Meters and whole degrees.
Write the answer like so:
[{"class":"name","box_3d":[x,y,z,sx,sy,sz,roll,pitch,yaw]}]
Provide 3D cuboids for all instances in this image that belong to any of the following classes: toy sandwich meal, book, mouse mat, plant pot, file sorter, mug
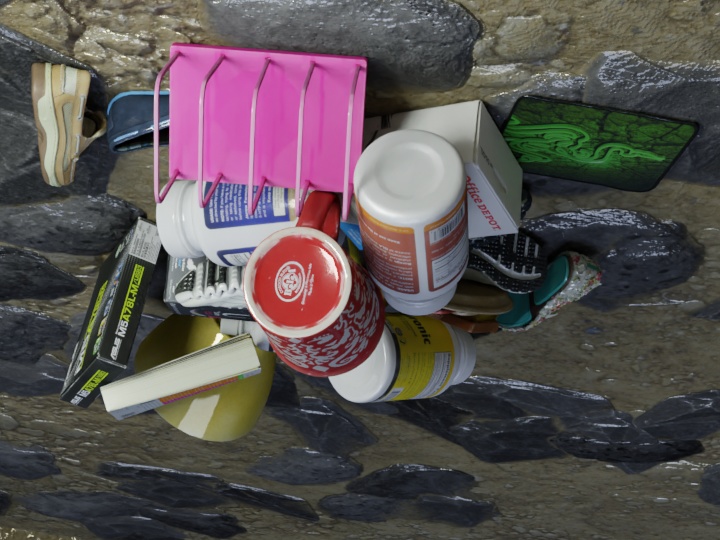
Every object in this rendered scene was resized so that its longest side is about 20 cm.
[{"class":"toy sandwich meal","box_3d":[0.098,0.038,1.802,0.203,0.071,0.205,12,-166,-3]},{"class":"book","box_3d":[-0.227,0.144,1.869,0.198,0.049,0.134,-19,170,-7]},{"class":"mouse mat","box_3d":[0.246,-0.134,1.562,0.198,0.008,0.161,10,155,-6]},{"class":"plant pot","box_3d":[-0.196,0.113,2.018,0.198,0.201,0.142,18,128,-25]},{"class":"file sorter","box_3d":[-0.099,-0.132,1.423,0.197,0.126,0.141,5,113,2]},{"class":"mug","box_3d":[-0.058,0.011,1.479,0.132,0.179,0.200,-23,168,2]}]

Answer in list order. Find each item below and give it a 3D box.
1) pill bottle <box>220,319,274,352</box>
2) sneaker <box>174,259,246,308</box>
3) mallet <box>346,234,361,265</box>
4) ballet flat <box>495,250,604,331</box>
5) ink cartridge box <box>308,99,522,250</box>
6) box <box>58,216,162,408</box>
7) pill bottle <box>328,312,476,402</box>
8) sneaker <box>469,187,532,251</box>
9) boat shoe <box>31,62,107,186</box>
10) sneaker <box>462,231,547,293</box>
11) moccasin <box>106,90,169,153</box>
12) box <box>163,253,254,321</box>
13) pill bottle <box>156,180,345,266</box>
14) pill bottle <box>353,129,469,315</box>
[{"class":"pill bottle","box_3d":[-0.082,0.055,1.921,0.198,0.113,0.112,7,156,-3]},{"class":"sneaker","box_3d":[-0.121,0.021,1.707,0.198,0.075,0.082,-11,123,10]},{"class":"mallet","box_3d":[0.000,0.000,1.684,0.041,0.202,0.066,-19,159,20]},{"class":"ballet flat","box_3d":[0.240,0.033,1.853,0.063,0.077,0.200,8,159,-25]},{"class":"ink cartridge box","box_3d":[0.062,-0.099,1.576,0.198,0.085,0.146,-6,149,24]},{"class":"box","box_3d":[-0.319,0.057,1.870,0.047,0.202,0.193,22,153,-19]},{"class":"pill bottle","box_3d":[0.057,0.109,1.850,0.111,0.113,0.199,-16,169,39]},{"class":"sneaker","box_3d":[0.098,-0.062,1.669,0.198,0.087,0.078,-22,168,5]},{"class":"boat shoe","box_3d":[-0.312,-0.152,1.578,0.075,0.072,0.200,-3,157,-9]},{"class":"sneaker","box_3d":[0.136,-0.022,1.777,0.198,0.075,0.080,16,175,-19]},{"class":"moccasin","box_3d":[-0.174,-0.149,1.545,0.198,0.069,0.081,-3,154,19]},{"class":"box","box_3d":[-0.136,0.006,1.804,0.197,0.107,0.122,5,171,0]},{"class":"pill bottle","box_3d":[-0.125,-0.067,1.654,0.198,0.121,0.120,-5,154,22]},{"class":"pill bottle","box_3d":[0.055,-0.042,1.476,0.111,0.113,0.201,3,148,7]}]
